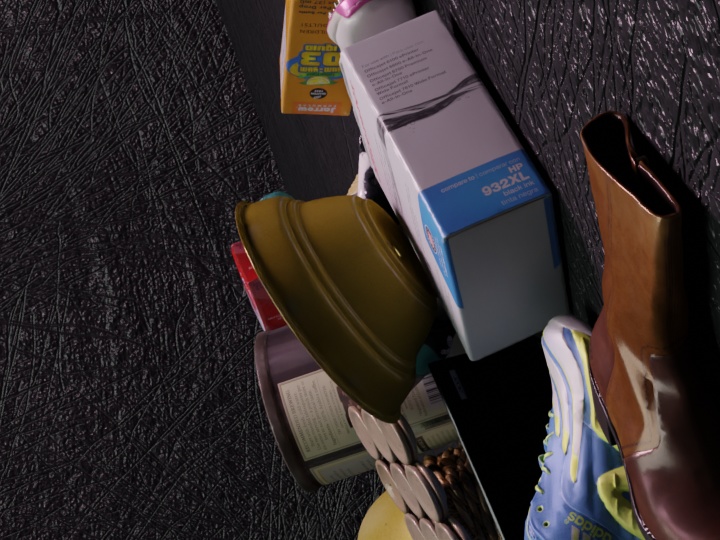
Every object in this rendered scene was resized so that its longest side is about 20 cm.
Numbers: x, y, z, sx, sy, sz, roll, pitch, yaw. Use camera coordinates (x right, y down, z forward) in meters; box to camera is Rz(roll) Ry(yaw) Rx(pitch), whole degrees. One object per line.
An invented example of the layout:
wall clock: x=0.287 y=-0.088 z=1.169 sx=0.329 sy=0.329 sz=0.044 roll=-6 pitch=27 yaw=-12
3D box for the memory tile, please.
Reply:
memory tile: x=0.054 y=0.193 z=1.441 sx=0.201 sy=0.017 sz=0.153 roll=62 pitch=167 yaw=-2

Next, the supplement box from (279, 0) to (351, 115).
supplement box: x=-0.029 y=-0.211 z=1.494 sx=0.201 sy=0.066 sz=0.069 roll=100 pitch=170 yaw=-59

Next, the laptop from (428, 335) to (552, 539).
laptop: x=0.130 y=0.155 z=1.433 sx=0.200 sy=0.102 sz=0.179 roll=88 pitch=160 yaw=-75

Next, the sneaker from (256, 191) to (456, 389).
sneaker: x=0.000 y=0.000 z=1.479 sx=0.200 sy=0.080 sz=0.071 roll=47 pitch=-159 yaw=3

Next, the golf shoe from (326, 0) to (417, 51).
golf shoe: x=0.028 y=-0.163 z=1.431 sx=0.092 sy=0.075 sz=0.200 roll=57 pitch=179 yaw=18

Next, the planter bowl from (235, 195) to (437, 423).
planter bowl: x=0.000 y=0.007 z=1.345 sx=0.201 sy=0.083 sz=0.201 roll=51 pitch=-169 yaw=-14

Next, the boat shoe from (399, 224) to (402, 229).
boat shoe: x=0.075 y=-0.008 z=1.504 sx=0.200 sy=0.070 sz=0.073 roll=-124 pitch=13 yaw=-65

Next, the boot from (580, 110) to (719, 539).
boot: x=0.169 y=0.042 z=0.945 sx=0.189 sy=0.068 sz=0.201 roll=-107 pitch=7 yaw=-49

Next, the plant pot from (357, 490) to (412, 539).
plant pot: x=0.111 y=0.258 z=1.742 sx=0.201 sy=0.198 sz=0.142 roll=65 pitch=149 yaw=25

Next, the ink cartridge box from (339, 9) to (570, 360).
ink cartridge box: x=0.067 y=-0.062 z=1.295 sx=0.146 sy=0.083 sz=0.201 roll=72 pitch=173 yaw=-51

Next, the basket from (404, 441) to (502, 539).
basket: x=0.110 y=0.247 z=1.506 sx=0.202 sy=0.148 sz=0.143 roll=64 pitch=-161 yaw=-5

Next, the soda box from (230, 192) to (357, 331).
soda box: x=-0.011 y=-0.019 z=1.637 sx=0.064 sy=0.198 sz=0.070 roll=-120 pitch=9 yaw=-51

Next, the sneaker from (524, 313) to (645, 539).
sneaker: x=0.142 y=0.129 z=1.196 sx=0.076 sy=0.104 sz=0.201 roll=80 pitch=166 yaw=-66

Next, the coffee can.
coffee can: x=0.025 y=0.094 z=1.583 sx=0.146 sy=0.198 sz=0.148 roll=-18 pitch=-90 yaw=-82

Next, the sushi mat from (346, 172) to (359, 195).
sushi mat: x=0.012 y=-0.104 z=1.752 sx=0.012 sy=0.096 sz=0.200 roll=28 pitch=177 yaw=-4

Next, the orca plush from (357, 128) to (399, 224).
orca plush: x=0.037 y=-0.092 z=1.560 sx=0.200 sy=0.070 sz=0.106 roll=-81 pitch=-9 yaw=-72
